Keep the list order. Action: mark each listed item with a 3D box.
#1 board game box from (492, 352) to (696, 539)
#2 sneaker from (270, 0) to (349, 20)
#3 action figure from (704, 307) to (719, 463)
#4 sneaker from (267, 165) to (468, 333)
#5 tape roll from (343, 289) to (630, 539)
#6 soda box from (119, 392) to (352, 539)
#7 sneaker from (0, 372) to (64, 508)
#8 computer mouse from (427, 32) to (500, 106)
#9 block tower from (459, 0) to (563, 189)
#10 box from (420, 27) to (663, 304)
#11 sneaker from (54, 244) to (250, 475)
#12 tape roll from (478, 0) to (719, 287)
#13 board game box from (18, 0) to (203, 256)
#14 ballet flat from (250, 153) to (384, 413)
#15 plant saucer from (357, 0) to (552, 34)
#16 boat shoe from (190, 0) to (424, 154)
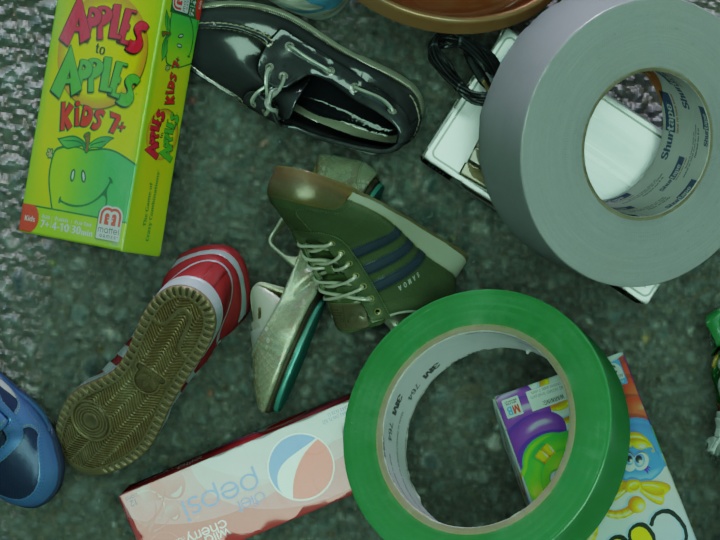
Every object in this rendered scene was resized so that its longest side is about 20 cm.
[{"bbox_3d":[0.178,0.180,1.700,0.103,0.105,0.201,-19,66,0],"label":"board game box"},{"bbox_3d":[-0.091,-0.258,1.742,0.199,0.081,0.077,31,92,1],"label":"sneaker"},{"bbox_3d":[0.281,0.126,1.747,0.054,0.118,0.201,-8,82,12],"label":"action figure"},{"bbox_3d":[0.000,0.000,1.698,0.067,0.200,0.090,9,77,42],"label":"sneaker"},{"bbox_3d":[0.087,0.115,1.662,0.199,0.048,0.202,-7,71,22],"label":"tape roll"},{"bbox_3d":[-0.074,0.156,1.757,0.199,0.063,0.070,-23,91,0],"label":"soda box"},{"bbox_3d":[-0.296,0.095,1.742,0.074,0.082,0.200,-37,89,16],"label":"sneaker"},{"bbox_3d":[0.059,-0.193,1.727,0.058,0.034,0.201,-12,57,-12],"label":"computer mouse"},{"bbox_3d":[0.143,-0.144,1.696,0.054,0.058,0.201,29,90,0],"label":"block tower"},{"bbox_3d":[0.156,-0.077,1.754,0.199,0.060,0.117,32,91,-1],"label":"box"},{"bbox_3d":[-0.149,0.063,1.762,0.071,0.113,0.200,39,121,-3],"label":"sneaker"},{"bbox_3d":[0.184,-0.093,1.651,0.199,0.066,0.201,-6,104,-24],"label":"tape roll"},{"bbox_3d":[-0.183,-0.118,1.738,0.101,0.048,0.201,10,91,33],"label":"board game box"},{"bbox_3d":[-0.047,0.007,1.759,0.062,0.067,0.201,24,81,6],"label":"ballet flat"},{"bbox_3d":[0.059,-0.249,1.722,0.199,0.032,0.201,5,56,-7],"label":"plant saucer"},{"bbox_3d":[-0.049,-0.139,1.743,0.199,0.063,0.073,21,119,-2],"label":"boat shoe"}]
